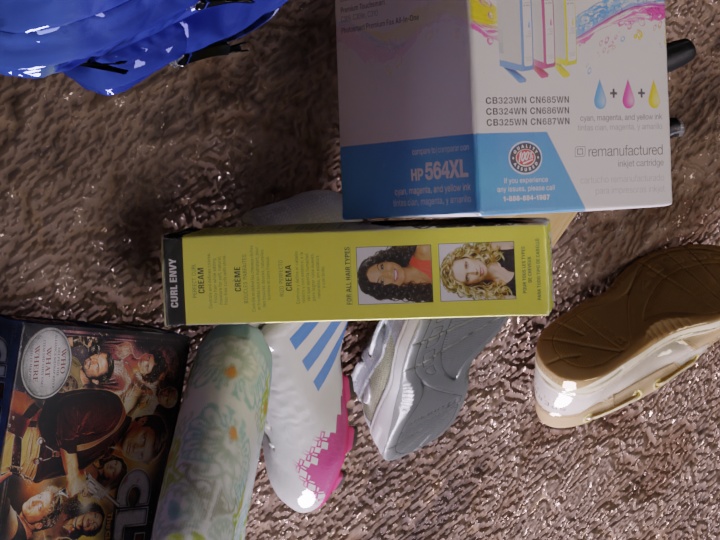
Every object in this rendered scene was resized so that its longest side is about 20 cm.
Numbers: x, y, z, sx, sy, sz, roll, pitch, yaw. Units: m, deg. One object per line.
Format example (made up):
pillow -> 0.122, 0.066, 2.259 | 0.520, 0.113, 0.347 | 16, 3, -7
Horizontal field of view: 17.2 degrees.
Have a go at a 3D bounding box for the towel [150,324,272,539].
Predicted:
towel -> -0.084, 0.154, 1.284 | 0.048, 0.171, 0.200 | 7, 129, 0

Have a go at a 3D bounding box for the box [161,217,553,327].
box -> 0.000, 0.000, 1.238 | 0.075, 0.199, 0.050 | -38, 125, -84

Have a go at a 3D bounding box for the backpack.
backpack -> -0.115, -0.163, 1.036 | 0.200, 0.162, 0.168 | -26, 137, -33

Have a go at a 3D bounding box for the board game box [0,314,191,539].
board game box -> -0.157, 0.126, 1.241 | 0.135, 0.035, 0.201 | 6, 93, -55

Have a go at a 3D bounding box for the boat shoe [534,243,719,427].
boat shoe -> 0.187, 0.044, 1.581 | 0.200, 0.074, 0.069 | -23, 144, -32

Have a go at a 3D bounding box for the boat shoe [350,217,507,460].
boat shoe -> 0.034, 0.032, 1.359 | 0.074, 0.065, 0.202 | -25, 153, -25

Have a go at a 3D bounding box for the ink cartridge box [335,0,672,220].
ink cartridge box -> 0.071, -0.129, 1.224 | 0.128, 0.125, 0.201 | -4, 93, -33

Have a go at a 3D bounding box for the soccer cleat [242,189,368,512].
soccer cleat -> -0.046, 0.047, 1.344 | 0.086, 0.070, 0.201 | -7, 117, -32

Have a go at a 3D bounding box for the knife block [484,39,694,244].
knife block -> 0.108, -0.101, 1.379 | 0.176, 0.064, 0.200 | -56, 141, 0
